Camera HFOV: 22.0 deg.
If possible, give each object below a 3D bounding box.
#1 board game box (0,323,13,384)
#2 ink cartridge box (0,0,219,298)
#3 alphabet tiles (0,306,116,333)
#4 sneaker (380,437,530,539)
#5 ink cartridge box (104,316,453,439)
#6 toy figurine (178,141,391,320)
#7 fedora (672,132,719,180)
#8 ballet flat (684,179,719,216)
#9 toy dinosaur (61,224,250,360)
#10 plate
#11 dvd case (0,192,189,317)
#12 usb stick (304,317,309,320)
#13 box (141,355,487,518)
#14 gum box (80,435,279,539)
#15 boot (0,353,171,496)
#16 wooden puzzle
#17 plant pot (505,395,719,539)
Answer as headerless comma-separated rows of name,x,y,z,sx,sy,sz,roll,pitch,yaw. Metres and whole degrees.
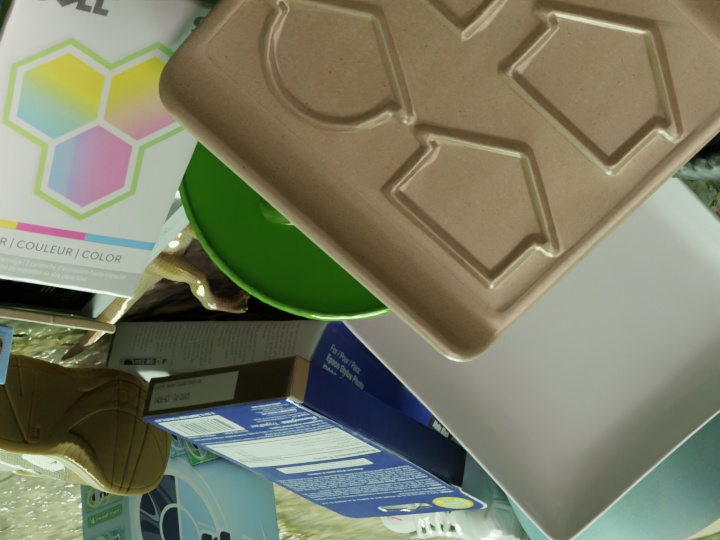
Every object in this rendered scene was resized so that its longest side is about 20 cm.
board game box,-0.304,0.027,0.956,0.150,0.037,0.199,6,178,39
ink cartridge box,-0.116,-0.091,0.788,0.103,0.059,0.201,9,118,-34
alphabet tiles,-0.246,0.015,0.995,0.198,0.008,0.167,9,178,-21
sneaker,0.063,0.161,1.271,0.099,0.078,0.200,-21,-176,-1
ink cartridge box,-0.028,0.084,1.180,0.198,0.041,0.200,-3,155,28
toy figurine,0.023,-0.052,0.906,0.198,0.152,0.184,1,179,5
fedora,0.143,-0.132,0.832,0.199,0.092,0.201,26,152,15
ballet flat,0.111,-0.029,1.075,0.198,0.076,0.064,-17,119,5
toy dinosaur,-0.107,-0.015,1.050,0.100,0.059,0.200,15,140,-11
plate,0.114,0.019,1.025,0.200,0.200,0.032,-44,-179,21
dvd case,-0.190,-0.028,0.906,0.199,0.025,0.150,10,150,-30
usb stick,0.000,0.000,1.109,0.055,0.033,0.200,-2,150,-11
box,-0.022,0.106,1.135,0.120,0.033,0.200,-11,149,38
gum box,-0.115,0.190,1.235,0.044,0.201,0.170,-24,147,26
boot,-0.222,0.089,1.126,0.154,0.073,0.200,1,166,32
wooden puzzle,0.046,-0.089,0.761,0.185,0.046,0.200,41,109,-11
plant pot,0.151,0.061,1.133,0.199,0.201,0.135,-26,114,27
